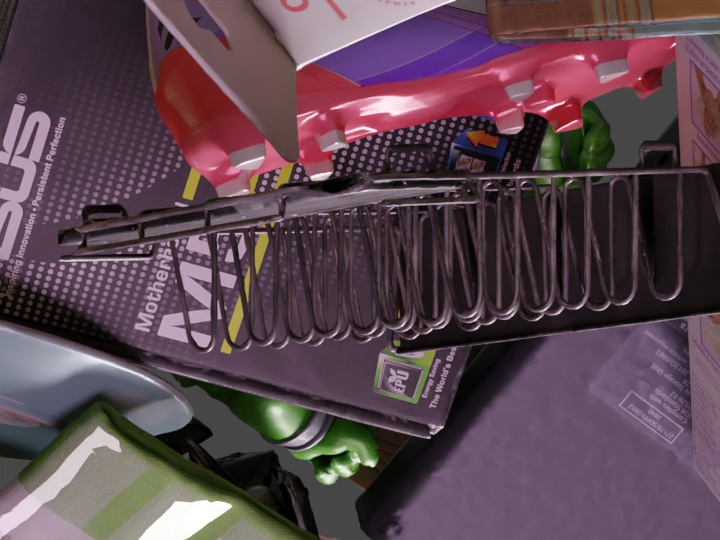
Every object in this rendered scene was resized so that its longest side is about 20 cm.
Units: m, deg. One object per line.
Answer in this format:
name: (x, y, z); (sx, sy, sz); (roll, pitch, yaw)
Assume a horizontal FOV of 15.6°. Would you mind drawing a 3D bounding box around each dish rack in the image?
dish rack: (0.015, -0.004, 0.800); (0.153, 0.055, 0.199); (-11, 174, 43)

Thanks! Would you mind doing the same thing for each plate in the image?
plate: (-0.159, 0.041, 0.947); (0.199, 0.026, 0.200); (11, 166, 3)

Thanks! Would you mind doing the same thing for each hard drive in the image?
hard drive: (0.112, 0.057, 0.987); (0.139, 0.033, 0.200); (36, 102, -17)

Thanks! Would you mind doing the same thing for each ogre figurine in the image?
ogre figurine: (0.000, 0.000, 1.009); (0.119, 0.099, 0.200); (16, 148, -33)

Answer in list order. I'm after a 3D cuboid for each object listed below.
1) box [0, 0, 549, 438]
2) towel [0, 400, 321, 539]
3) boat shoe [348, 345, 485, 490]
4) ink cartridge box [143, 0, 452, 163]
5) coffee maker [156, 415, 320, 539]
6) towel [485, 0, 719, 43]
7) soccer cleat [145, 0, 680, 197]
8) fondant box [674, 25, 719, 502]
box: (-0.033, -0.060, 0.905); (0.192, 0.048, 0.201); (16, 101, -20)
towel: (-0.110, 0.150, 0.953); (0.200, 0.031, 0.149); (-45, 129, 14)
boat shoe: (0.089, 0.063, 1.098); (0.199, 0.074, 0.065); (-6, 171, 14)
ink cartridge box: (-0.020, -0.145, 0.767); (0.068, 0.201, 0.115); (-21, 135, 22)
coffee maker: (-0.120, 0.159, 1.088); (0.199, 0.136, 0.192); (-12, 160, -13)
towel: (0.135, -0.146, 0.824); (0.198, 0.148, 0.022); (-3, 170, 6)
soccer cleat: (0.027, -0.081, 0.860); (0.199, 0.077, 0.067); (-15, 167, -18)
fondant box: (0.186, -0.010, 0.893); (0.143, 0.058, 0.201); (-16, 126, -11)
